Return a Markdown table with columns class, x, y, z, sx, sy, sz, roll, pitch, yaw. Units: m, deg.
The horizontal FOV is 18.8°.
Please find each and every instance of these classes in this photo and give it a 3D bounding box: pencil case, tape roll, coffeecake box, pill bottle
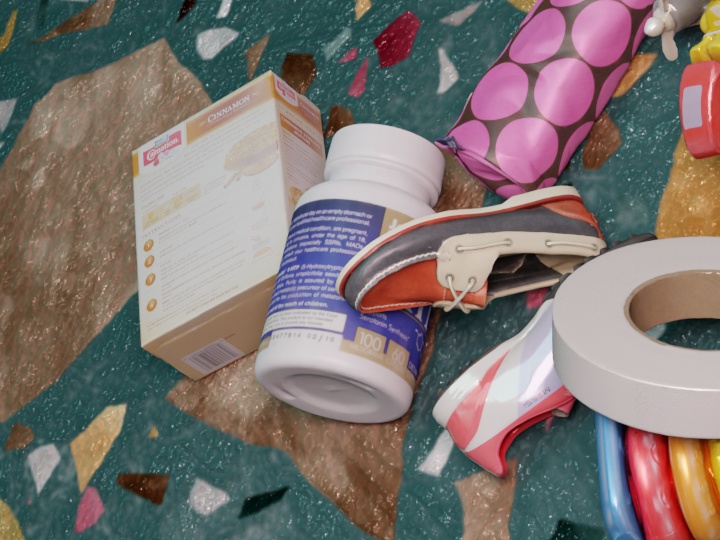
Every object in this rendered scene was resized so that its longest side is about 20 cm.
| class | x | y | z | sx | sy | sz | roll | pitch | yaw |
| --- | --- | --- | --- | --- | --- | --- | --- | --- | --- |
| pencil case | 0.141 | -0.151 | 1.614 | 0.093 | 0.091 | 0.201 | 31 | 84 | 46 |
| tape roll | 0.219 | 0.039 | 1.374 | 0.201 | 0.037 | 0.203 | -2 | 28 | 1 |
| coffeecake box | -0.103 | -0.037 | 1.762 | 0.153 | 0.073 | 0.201 | -27 | 50 | 26 |
| pill bottle | 0.000 | 0.000 | 1.617 | 0.119 | 0.119 | 0.202 | -5 | 62 | 39 |

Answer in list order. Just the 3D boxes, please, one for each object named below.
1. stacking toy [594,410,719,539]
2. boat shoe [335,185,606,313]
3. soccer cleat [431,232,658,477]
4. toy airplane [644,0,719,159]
| class | x | y | z | sx | sy | sz | roll | pitch | yaw |
| --- | --- | --- | --- | --- | --- | --- | --- | --- | --- |
| stacking toy | 0.251 | 0.118 | 1.359 | 0.198 | 0.116 | 0.111 | -13 | 58 | 18 |
| boat shoe | 0.081 | -0.004 | 1.531 | 0.198 | 0.071 | 0.063 | -16 | 61 | -19 |
| soccer cleat | 0.142 | 0.057 | 1.511 | 0.200 | 0.068 | 0.073 | -42 | 72 | 3 |
| toy airplane | 0.279 | -0.192 | 1.478 | 0.200 | 0.141 | 0.200 | -45 | 23 | 29 |
